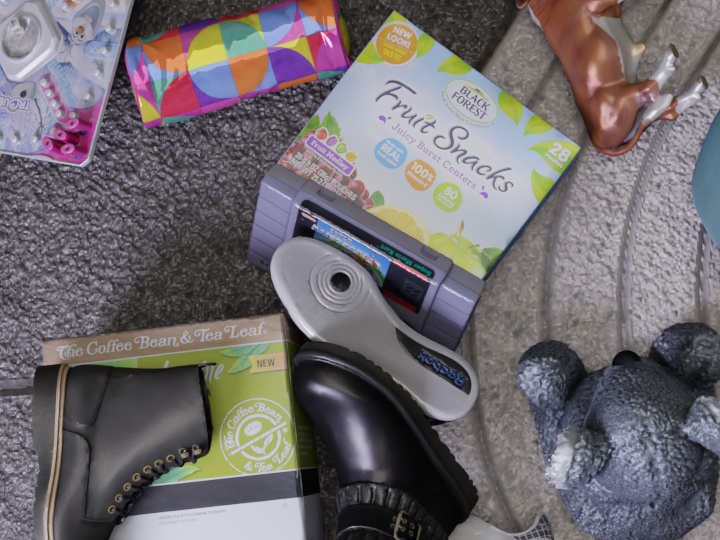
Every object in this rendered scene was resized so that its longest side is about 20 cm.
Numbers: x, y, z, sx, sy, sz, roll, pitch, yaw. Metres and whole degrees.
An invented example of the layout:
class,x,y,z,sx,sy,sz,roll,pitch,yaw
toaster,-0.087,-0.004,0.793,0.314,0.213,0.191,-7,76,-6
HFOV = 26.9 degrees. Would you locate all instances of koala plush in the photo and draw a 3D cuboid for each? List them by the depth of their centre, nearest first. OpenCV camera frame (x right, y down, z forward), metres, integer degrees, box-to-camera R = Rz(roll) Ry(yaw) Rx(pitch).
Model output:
class,x,y,z,sx,sy,sz,roll,pitch,yaw
koala plush,0.220,0.132,1.173,0.177,0.200,0.185,-8,83,3

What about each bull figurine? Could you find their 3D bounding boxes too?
class,x,y,z,sx,sy,sz,roll,pitch,yaw
bull figurine,0.206,-0.200,1.274,0.121,0.065,0.201,-24,89,34

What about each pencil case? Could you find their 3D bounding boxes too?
class,x,y,z,sx,sy,sz,roll,pitch,yaw
pencil case,-0.108,-0.185,1.295,0.199,0.088,0.089,-13,82,1

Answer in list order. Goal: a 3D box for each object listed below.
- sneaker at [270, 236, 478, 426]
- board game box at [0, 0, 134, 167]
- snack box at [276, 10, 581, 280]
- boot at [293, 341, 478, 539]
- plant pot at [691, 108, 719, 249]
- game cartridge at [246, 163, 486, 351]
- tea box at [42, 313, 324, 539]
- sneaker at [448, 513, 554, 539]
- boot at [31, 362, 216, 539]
class,x,y,z,sx,sy,sz,roll,pitch,yaw
sneaker,-0.002,0.062,1.232,0.200,0.112,0.073,41,69,1
board game box,-0.295,-0.201,1.303,0.199,0.026,0.201,11,83,27
snack box,0.058,-0.093,1.278,0.200,0.068,0.169,38,88,6
boot,-0.004,0.173,1.154,0.211,0.079,0.158,49,53,-16
plant pot,0.348,-0.072,1.210,0.135,0.200,0.201,-33,80,34
game cartridge,0.000,0.000,1.243,0.199,0.130,0.038,30,63,7
tea box,-0.141,0.146,1.231,0.199,0.134,0.198,-8,82,4
sneaker,0.063,0.244,1.244,0.199,0.076,0.081,-1,71,0
boot,-0.171,0.165,1.130,0.138,0.077,0.201,-5,84,1
